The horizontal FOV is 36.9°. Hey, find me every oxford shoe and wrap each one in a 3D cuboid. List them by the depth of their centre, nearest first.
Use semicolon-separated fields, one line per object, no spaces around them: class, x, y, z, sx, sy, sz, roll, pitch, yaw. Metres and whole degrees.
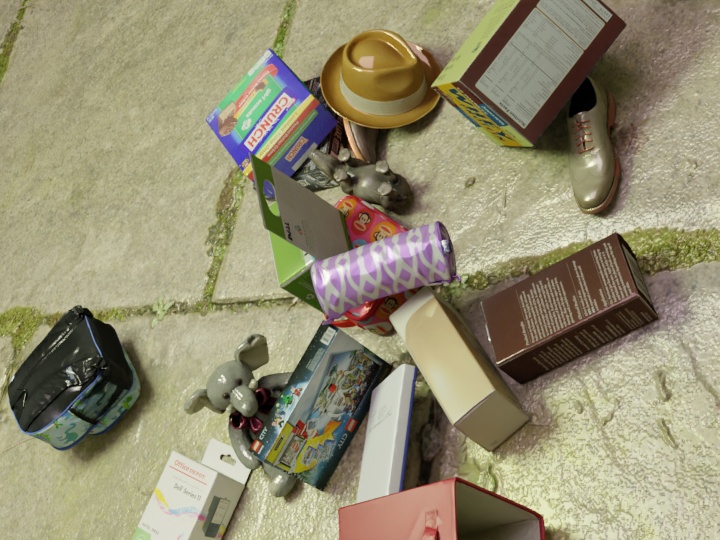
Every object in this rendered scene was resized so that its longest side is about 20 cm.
oxford shoe;0.299;-0.170;1.436;0.070;0.074;0.203;-17;55;31
oxford shoe;0.012;-0.250;1.727;0.072;0.071;0.203;-12;66;11

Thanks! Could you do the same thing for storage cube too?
storage cube;0.091;0.354;1.210;0.178;0.199;0.173;-22;52;35

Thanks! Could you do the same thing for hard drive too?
hard drive;0.031;0.237;1.397;0.132;0.025;0.203;129;153;-61

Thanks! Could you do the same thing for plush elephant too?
plush elephant;-0.153;0.187;1.533;0.166;0.154;0.200;-53;45;0

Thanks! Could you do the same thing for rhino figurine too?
rhino figurine;-0.007;-0.143;1.647;0.198;0.087;0.060;23;82;35

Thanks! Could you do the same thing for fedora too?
fedora;0.033;-0.315;1.683;0.197;0.082;0.203;-2;60;3

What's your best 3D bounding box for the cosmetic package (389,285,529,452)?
cosmetic package;0.124;0.123;1.382;0.071;0.105;0.201;-40;47;10

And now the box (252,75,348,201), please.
box;-0.092;-0.226;1.810;0.156;0.050;0.203;-11;58;35

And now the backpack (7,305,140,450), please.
backpack;-0.475;0.195;1.801;0.200;0.147;0.183;-43;46;5

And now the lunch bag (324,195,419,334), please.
lunch bag;0.000;0.000;1.581;0.177;0.082;0.200;-56;43;2

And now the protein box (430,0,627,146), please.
protein box;0.222;-0.289;1.469;0.201;0.134;0.199;-51;9;2

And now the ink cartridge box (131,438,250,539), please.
ink cartridge box;-0.247;0.343;1.580;0.116;0.067;0.202;12;73;43

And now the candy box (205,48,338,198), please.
candy box;-0.149;-0.246;1.778;0.169;0.077;0.200;-47;45;7

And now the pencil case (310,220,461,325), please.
pencil case;0.034;0.002;1.402;0.197;0.084;0.087;-17;88;16

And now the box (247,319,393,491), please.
box;-0.051;0.186;1.465;0.037;0.136;0.202;24;81;43

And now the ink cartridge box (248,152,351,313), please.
ink cartridge box;-0.099;-0.051;1.495;0.075;0.199;0.149;-35;47;24

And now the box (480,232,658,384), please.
box;0.257;0.050;1.340;0.198;0.075;0.101;-27;50;22
